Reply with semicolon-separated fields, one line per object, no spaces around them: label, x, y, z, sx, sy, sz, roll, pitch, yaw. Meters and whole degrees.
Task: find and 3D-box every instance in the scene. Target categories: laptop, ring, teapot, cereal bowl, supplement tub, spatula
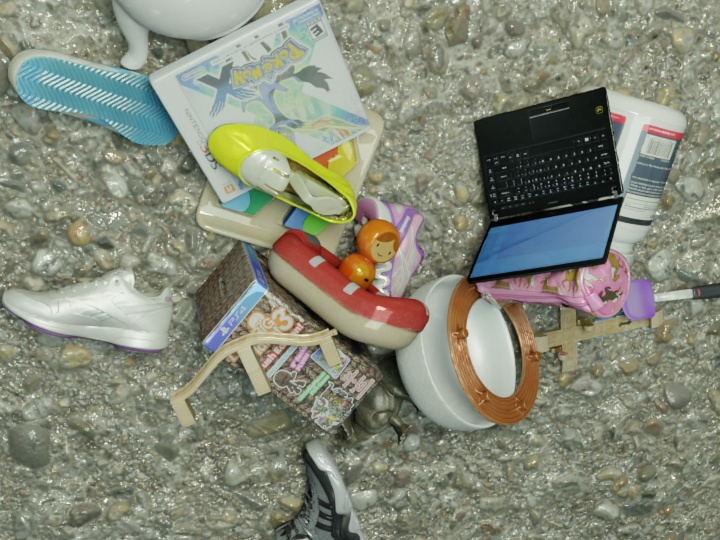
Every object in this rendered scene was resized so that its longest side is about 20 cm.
laptop;0.205;-0.098;1.098;0.176;0.103;0.201;-9;90;34
ring;0.178;0.097;1.205;0.019;0.201;0.201;-20;120;38
teapot;-0.164;-0.319;0.990;0.146;0.199;0.198;53;50;-57
cereal bowl;0.111;0.110;1.200;0.083;0.201;0.200;-20;120;39
supplement tub;0.310;-0.119;1.172;0.140;0.140;0.201;12;106;-17
spatula;0.450;0.035;1.317;0.199;0.021;0.057;-5;84;-15

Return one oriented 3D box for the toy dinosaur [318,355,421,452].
toy dinosaur;0.036;0.164;1.237;0.102;0.077;0.201;33;85;12

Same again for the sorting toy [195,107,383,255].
sorting toy;-0.084;-0.120;1.134;0.184;0.036;0.201;16;104;-18

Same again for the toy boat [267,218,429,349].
toy boat;0.000;0.000;1.089;0.200;0.130;0.131;37;96;19

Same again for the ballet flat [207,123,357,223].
ballet flat;-0.080;-0.105;1.064;0.199;0.067;0.067;25;116;-36

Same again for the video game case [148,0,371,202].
video game case;-0.105;-0.186;1.046;0.199;0.022;0.183;-27;133;0

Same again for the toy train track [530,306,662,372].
toy train track;0.334;0.086;1.307;0.199;0.033;0.115;-11;111;-10

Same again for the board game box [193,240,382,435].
board game box;-0.091;0.078;1.134;0.200;0.160;0.097;39;96;-22

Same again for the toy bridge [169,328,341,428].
toy bridge;-0.118;0.105;1.035;0.199;0.027;0.068;-23;112;-1

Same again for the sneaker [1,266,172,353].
sneaker;-0.322;0.036;1.123;0.199;0.075;0.100;13;92;-21

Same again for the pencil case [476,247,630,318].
pencil case;0.226;0.010;1.122;0.082;0.200;0.087;17;82;-33

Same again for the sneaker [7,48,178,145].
sneaker;-0.289;-0.199;1.042;0.199;0.081;0.077;17;103;-38

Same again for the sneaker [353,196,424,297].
sneaker;0.040;0.002;1.189;0.088;0.080;0.201;-9;115;-30

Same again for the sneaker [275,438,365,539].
sneaker;-0.067;0.328;1.269;0.113;0.076;0.201;-21;116;-8
